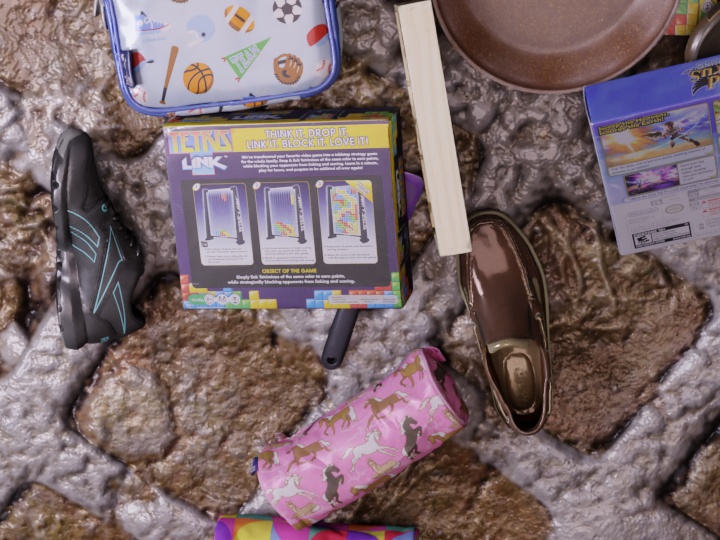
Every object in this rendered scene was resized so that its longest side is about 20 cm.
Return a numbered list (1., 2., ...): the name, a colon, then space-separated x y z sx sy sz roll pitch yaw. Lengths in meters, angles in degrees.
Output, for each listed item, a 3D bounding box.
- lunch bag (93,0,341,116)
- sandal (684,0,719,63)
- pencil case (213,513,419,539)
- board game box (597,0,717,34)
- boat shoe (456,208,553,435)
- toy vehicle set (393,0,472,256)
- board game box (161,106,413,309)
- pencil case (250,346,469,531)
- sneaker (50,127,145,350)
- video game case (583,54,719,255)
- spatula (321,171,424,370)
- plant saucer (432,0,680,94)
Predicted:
1. lunch bag: -0.117 -0.214 1.314 0.199 0.076 0.161 -6 105 4
2. sandal: 0.355 -0.175 1.286 0.199 0.055 0.082 9 115 -23
3. pencil case: -0.043 0.269 1.464 0.199 0.088 0.089 2 108 0
4. board game box: 0.205 -0.291 1.280 0.164 0.057 0.201 0 108 2
5. boat shoe: 0.132 0.048 1.389 0.074 0.075 0.203 -15 106 8
6. toy vehicle set: 0.058 -0.120 1.303 0.026 0.124 0.201 -10 101 1
7. board game box: -0.060 -0.052 1.365 0.199 0.057 0.166 0 107 13
8. pencil case: 0.002 0.149 1.425 0.200 0.083 0.087 -32 95 13
9. sneaker: -0.230 -0.029 1.397 0.079 0.075 0.201 -4 114 -10
10. video game case: 0.293 -0.100 1.296 0.199 0.046 0.182 -12 144 10
11. spatula: 0.000 0.000 1.410 0.056 0.021 0.201 17 109 -6
12. plant saucer: 0.151 -0.238 1.236 0.199 0.037 0.201 0 114 -1
